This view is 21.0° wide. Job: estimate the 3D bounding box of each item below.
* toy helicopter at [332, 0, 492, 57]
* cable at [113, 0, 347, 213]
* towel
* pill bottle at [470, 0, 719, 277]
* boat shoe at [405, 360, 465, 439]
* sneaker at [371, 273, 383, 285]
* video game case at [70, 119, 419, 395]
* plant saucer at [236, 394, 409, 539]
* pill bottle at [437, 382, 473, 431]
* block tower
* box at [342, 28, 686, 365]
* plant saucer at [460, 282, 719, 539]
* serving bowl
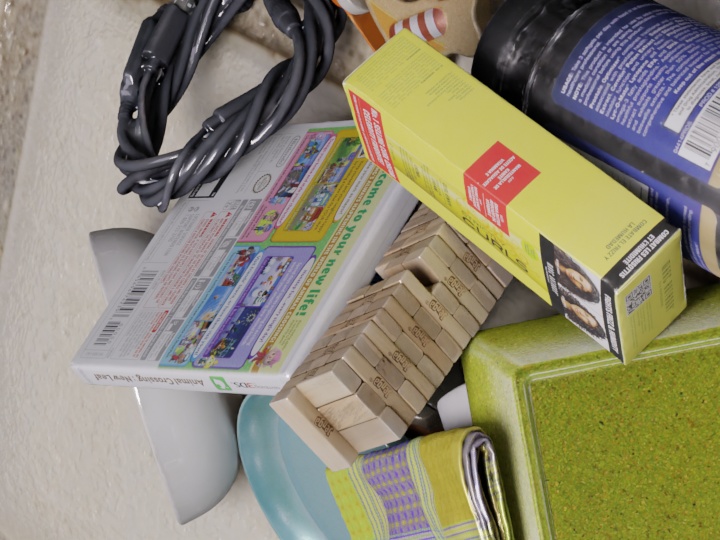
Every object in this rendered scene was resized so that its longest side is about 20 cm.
[{"bbox_3d":[0.025,-0.139,1.160,0.132,0.079,0.201,20,120,34],"label":"toy helicopter"},{"bbox_3d":[-0.086,-0.118,1.231,0.163,0.051,0.201,-9,48,31],"label":"cable"},{"bbox_3d":[0.037,0.162,1.049,0.200,0.023,0.144,-22,81,65],"label":"towel"},{"bbox_3d":[0.156,-0.078,1.009,0.200,0.112,0.112,34,116,37],"label":"pill bottle"},{"bbox_3d":[-0.008,0.062,1.215,0.200,0.076,0.074,29,140,42],"label":"boat shoe"},{"bbox_3d":[-0.001,-0.001,1.164,0.200,0.111,0.077,22,149,47],"label":"sneaker"},{"bbox_3d":[-0.057,-0.011,1.135,0.181,0.200,0.022,0,138,41],"label":"video game case"},{"bbox_3d":[0.003,0.146,1.183,0.200,0.027,0.201,33,144,28],"label":"plant saucer"},{"bbox_3d":[0.113,0.153,1.070,0.111,0.111,0.201,-31,72,41],"label":"pill bottle"},{"bbox_3d":[0.033,0.017,1.049,0.054,0.200,0.058,47,145,-14],"label":"block tower"},{"bbox_3d":[0.078,-0.041,0.997,0.200,0.050,0.075,41,164,29],"label":"box"},{"bbox_3d":[0.159,0.107,0.985,0.199,0.048,0.201,-12,77,10],"label":"plant saucer"},{"bbox_3d":[-0.118,0.062,1.272,0.200,0.065,0.201,163,90,-85],"label":"serving bowl"}]
